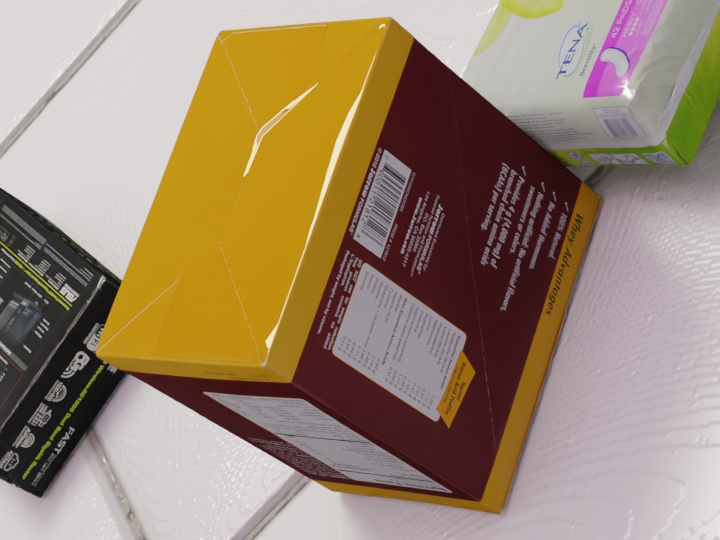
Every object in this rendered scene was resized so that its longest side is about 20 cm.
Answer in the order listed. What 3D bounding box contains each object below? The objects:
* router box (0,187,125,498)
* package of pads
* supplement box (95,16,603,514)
[{"bbox_3d":[-0.239,0.044,1.447,0.150,0.062,0.200,-54,40,0],"label":"router box"},{"bbox_3d":[0.148,-0.153,1.176,0.154,0.068,0.200,1,59,52],"label":"package of pads"},{"bbox_3d":[0.000,0.000,1.135,0.132,0.200,0.198,2,65,44],"label":"supplement box"}]
